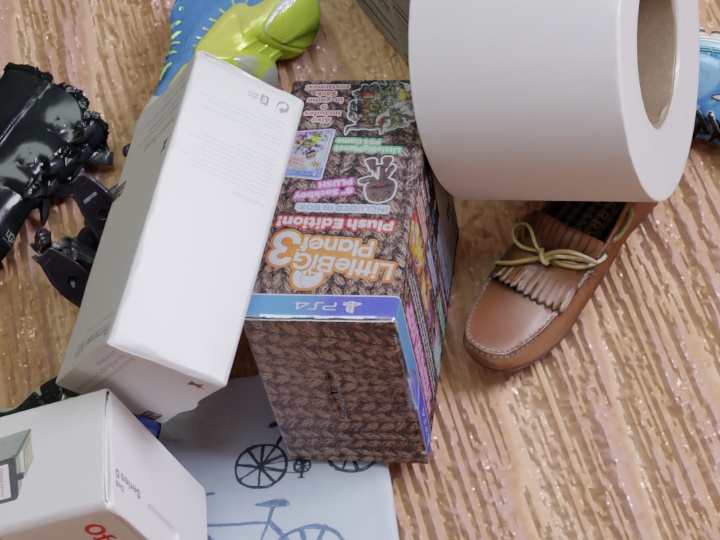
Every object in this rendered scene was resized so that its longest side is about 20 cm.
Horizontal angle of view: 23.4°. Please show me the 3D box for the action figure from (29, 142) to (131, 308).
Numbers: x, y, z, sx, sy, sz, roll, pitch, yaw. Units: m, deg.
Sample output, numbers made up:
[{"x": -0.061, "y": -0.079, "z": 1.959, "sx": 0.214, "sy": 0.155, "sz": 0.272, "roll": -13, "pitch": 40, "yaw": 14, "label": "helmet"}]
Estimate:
[{"x": -0.177, "y": -0.036, "z": 1.225, "sx": 0.069, "sy": 0.200, "sz": 0.130, "roll": 39, "pitch": 97, "yaw": -8, "label": "action figure"}]

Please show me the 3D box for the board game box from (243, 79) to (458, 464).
[{"x": 0.000, "y": 0.000, "z": 1.145, "sx": 0.096, "sy": 0.160, "sz": 0.201, "roll": 1, "pitch": 52, "yaw": 12, "label": "board game box"}]

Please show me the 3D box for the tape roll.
[{"x": 0.130, "y": -0.145, "z": 1.130, "sx": 0.139, "sy": 0.203, "sz": 0.203, "roll": 1, "pitch": 57, "yaw": 24, "label": "tape roll"}]

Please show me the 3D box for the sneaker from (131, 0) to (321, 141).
[{"x": -0.123, "y": -0.158, "z": 1.346, "sx": 0.105, "sy": 0.076, "sz": 0.200, "roll": 24, "pitch": 56, "yaw": 37, "label": "sneaker"}]

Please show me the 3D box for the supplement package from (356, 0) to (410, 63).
[{"x": 0.107, "y": -0.245, "z": 1.325, "sx": 0.200, "sy": 0.111, "sz": 0.156, "roll": -31, "pitch": 57, "yaw": -10, "label": "supplement package"}]

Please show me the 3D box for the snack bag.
[{"x": -0.070, "y": 0.151, "z": 1.160, "sx": 0.188, "sy": 0.021, "sz": 0.201, "roll": -10, "pitch": 53, "yaw": 4, "label": "snack bag"}]

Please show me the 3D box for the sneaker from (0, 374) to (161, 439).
[{"x": -0.221, "y": 0.125, "z": 1.174, "sx": 0.199, "sy": 0.089, "sz": 0.079, "roll": -15, "pitch": 65, "yaw": 27, "label": "sneaker"}]

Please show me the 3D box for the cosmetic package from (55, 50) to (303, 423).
[{"x": -0.111, "y": -0.017, "z": 1.075, "sx": 0.081, "sy": 0.113, "sz": 0.201, "roll": 24, "pitch": 63, "yaw": -18, "label": "cosmetic package"}]

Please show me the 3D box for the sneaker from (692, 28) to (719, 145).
[{"x": 0.268, "y": -0.112, "z": 1.228, "sx": 0.199, "sy": 0.078, "sz": 0.090, "roll": 4, "pitch": 62, "yaw": 14, "label": "sneaker"}]

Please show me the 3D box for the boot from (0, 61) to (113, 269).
[{"x": -0.303, "y": -0.093, "z": 1.333, "sx": 0.198, "sy": 0.073, "sz": 0.163, "roll": 29, "pitch": 69, "yaw": 18, "label": "boot"}]

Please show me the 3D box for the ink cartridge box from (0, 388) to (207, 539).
[{"x": -0.212, "y": 0.164, "z": 1.084, "sx": 0.199, "sy": 0.146, "sz": 0.084, "roll": -15, "pitch": 53, "yaw": 14, "label": "ink cartridge box"}]

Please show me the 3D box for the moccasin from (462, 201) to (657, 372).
[{"x": 0.140, "y": -0.015, "z": 1.189, "sx": 0.074, "sy": 0.078, "sz": 0.201, "roll": 37, "pitch": 71, "yaw": 28, "label": "moccasin"}]
